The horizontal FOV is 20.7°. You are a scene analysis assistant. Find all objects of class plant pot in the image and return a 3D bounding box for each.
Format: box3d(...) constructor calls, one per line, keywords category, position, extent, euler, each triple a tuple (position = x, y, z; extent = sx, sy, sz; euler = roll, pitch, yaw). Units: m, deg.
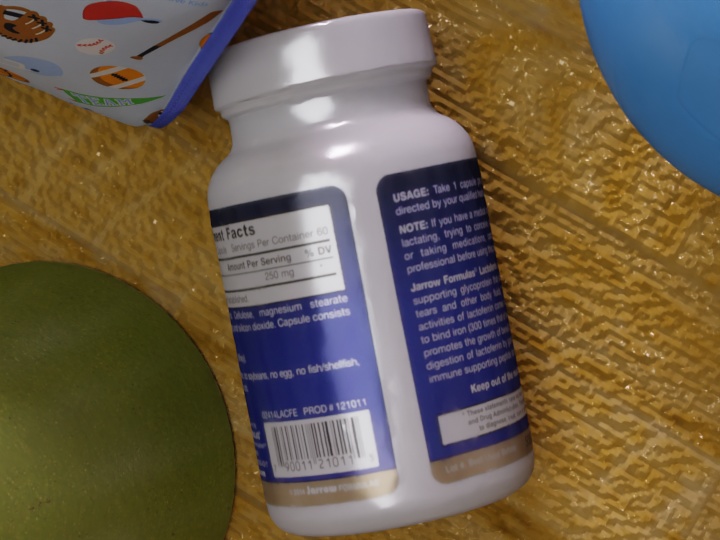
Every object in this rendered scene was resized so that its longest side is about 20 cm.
box3d(category="plant pot", position=(-0.172, 0.098, 0.830), extent=(0.186, 0.200, 0.189), euler=(1, 95, 15))

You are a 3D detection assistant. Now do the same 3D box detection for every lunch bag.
box3d(category="lunch bag", position=(-0.134, -0.135, 0.787), extent=(0.169, 0.200, 0.125), euler=(14, 66, -14))

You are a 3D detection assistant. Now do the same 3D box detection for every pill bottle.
box3d(category="pill bottle", position=(0.000, 0.000, 0.817), extent=(0.115, 0.116, 0.201), euler=(-10, 92, 16))

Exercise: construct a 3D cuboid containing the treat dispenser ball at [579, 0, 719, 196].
box3d(category="treat dispenser ball", position=(0.177, -0.116, 0.712), extent=(0.199, 0.201, 0.202), euler=(1, 95, 15))
